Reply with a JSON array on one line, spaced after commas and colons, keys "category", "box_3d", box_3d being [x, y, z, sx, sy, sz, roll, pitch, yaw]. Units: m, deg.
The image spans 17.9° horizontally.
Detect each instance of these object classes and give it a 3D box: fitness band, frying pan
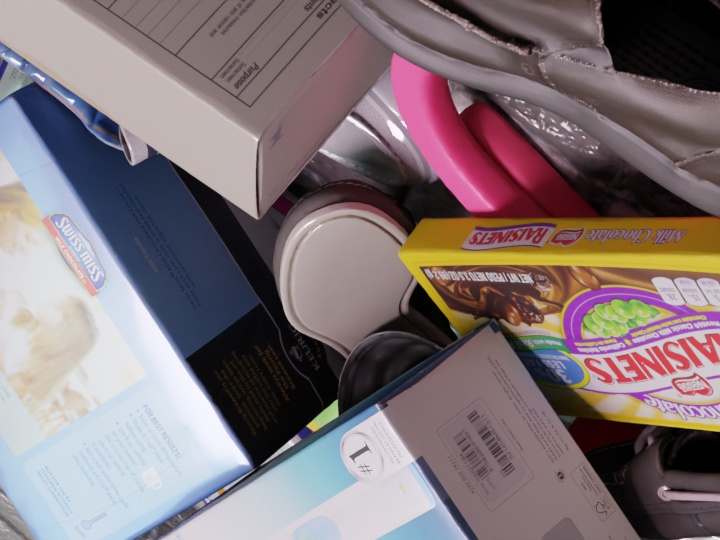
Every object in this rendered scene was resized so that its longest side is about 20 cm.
[{"category": "fitness band", "box_3d": [0.097, -0.034, 0.884, 0.200, 0.037, 0.144, 42, 157, -9]}, {"category": "frying pan", "box_3d": [0.045, 0.114, 1.016, 0.115, 0.031, 0.190, -5, 106, 51]}]

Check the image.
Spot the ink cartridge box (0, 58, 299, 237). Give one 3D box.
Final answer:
[{"category": "ink cartridge box", "box_3d": [-0.105, -0.031, 1.143, 0.200, 0.037, 0.095, 35, 123, 7]}]

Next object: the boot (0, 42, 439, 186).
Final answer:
[{"category": "boot", "box_3d": [-0.063, -0.073, 0.980, 0.200, 0.096, 0.074, 33, 156, 16]}]

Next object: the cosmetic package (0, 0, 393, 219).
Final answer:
[{"category": "cosmetic package", "box_3d": [-0.089, -0.124, 0.922, 0.200, 0.104, 0.073, 36, 158, 13]}]

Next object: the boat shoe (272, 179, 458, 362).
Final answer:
[{"category": "boat shoe", "box_3d": [0.000, 0.000, 1.021, 0.200, 0.067, 0.057, 59, -168, -62]}]

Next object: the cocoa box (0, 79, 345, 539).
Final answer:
[{"category": "cocoa box", "box_3d": [-0.119, 0.014, 1.069, 0.133, 0.131, 0.200, -31, 94, 30]}]

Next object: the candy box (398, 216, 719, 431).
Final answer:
[{"category": "candy box", "box_3d": [0.108, 0.022, 0.893, 0.200, 0.026, 0.102, 1, 139, 53]}]

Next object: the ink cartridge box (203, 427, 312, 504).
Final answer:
[{"category": "ink cartridge box", "box_3d": [-0.107, 0.045, 1.310, 0.200, 0.041, 0.200, 48, 157, 3]}]

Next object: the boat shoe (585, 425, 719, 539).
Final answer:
[{"category": "boat shoe", "box_3d": [0.161, 0.081, 0.928, 0.200, 0.067, 0.057, 5, 116, 48]}]

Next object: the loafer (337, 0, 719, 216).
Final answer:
[{"category": "loafer", "box_3d": [0.075, -0.095, 0.778, 0.200, 0.073, 0.071, 28, 150, 8]}]

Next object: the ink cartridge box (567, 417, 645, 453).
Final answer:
[{"category": "ink cartridge box", "box_3d": [0.155, 0.146, 1.019, 0.200, 0.116, 0.067, 19, 149, 42]}]

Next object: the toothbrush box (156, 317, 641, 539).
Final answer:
[{"category": "toothbrush box", "box_3d": [0.015, 0.133, 0.972, 0.200, 0.085, 0.147, -34, 89, 48]}]

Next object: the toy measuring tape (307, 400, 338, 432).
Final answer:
[{"category": "toy measuring tape", "box_3d": [0.028, 0.076, 1.133, 0.200, 0.074, 0.074, 29, 155, 36]}]
